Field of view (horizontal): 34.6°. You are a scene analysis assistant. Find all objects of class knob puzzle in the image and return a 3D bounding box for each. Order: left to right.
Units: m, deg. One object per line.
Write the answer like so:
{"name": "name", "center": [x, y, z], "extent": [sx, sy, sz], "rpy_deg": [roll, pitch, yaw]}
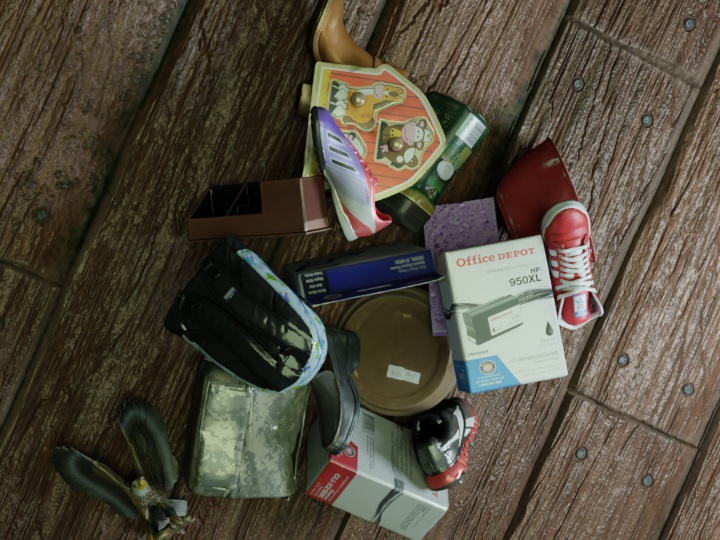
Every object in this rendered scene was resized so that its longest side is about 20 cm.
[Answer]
{"name": "knob puzzle", "center": [0.025, -0.195, 1.632], "extent": [0.218, 0.030, 0.221], "rpy_deg": [0, 87, -7]}

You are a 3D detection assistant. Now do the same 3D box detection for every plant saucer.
{"name": "plant saucer", "center": [0.054, 0.121, 1.735], "extent": [0.199, 0.029, 0.201], "rpy_deg": [0, 93, 9]}

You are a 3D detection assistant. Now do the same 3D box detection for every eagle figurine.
{"name": "eagle figurine", "center": [-0.326, 0.305, 1.671], "extent": [0.151, 0.151, 0.200], "rpy_deg": [-20, 67, -50]}

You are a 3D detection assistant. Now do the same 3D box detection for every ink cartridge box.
{"name": "ink cartridge box", "center": [0.000, 0.000, 1.658], "extent": [0.199, 0.200, 0.041], "rpy_deg": [-11, 100, -13]}
{"name": "ink cartridge box", "center": [0.024, 0.295, 1.722], "extent": [0.199, 0.145, 0.084], "rpy_deg": [25, 120, -15]}
{"name": "ink cartridge box", "center": [0.195, 0.060, 1.620], "extent": [0.144, 0.084, 0.201], "rpy_deg": [-10, 88, -6]}

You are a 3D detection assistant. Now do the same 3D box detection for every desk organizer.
{"name": "desk organizer", "center": [-0.146, -0.086, 1.620], "extent": [0.199, 0.072, 0.077], "rpy_deg": [-3, 96, 28]}

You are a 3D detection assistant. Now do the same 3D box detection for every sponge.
{"name": "sponge", "center": [0.153, -0.006, 1.712], "extent": [0.111, 0.030, 0.201], "rpy_deg": [-6, 72, 6]}

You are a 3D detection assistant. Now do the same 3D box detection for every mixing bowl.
{"name": "mixing bowl", "center": [0.266, -0.088, 1.729], "extent": [0.108, 0.200, 0.201], "rpy_deg": [-20, 102, 5]}

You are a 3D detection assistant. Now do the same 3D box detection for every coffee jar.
{"name": "coffee jar", "center": [0.095, -0.158, 1.709], "extent": [0.200, 0.104, 0.085], "rpy_deg": [-56, 139, -2]}

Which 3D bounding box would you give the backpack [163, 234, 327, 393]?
{"name": "backpack", "center": [-0.138, 0.077, 1.581], "extent": [0.200, 0.154, 0.163], "rpy_deg": [36, 93, 23]}

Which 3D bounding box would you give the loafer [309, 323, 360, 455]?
{"name": "loafer", "center": [-0.047, 0.168, 1.655], "extent": [0.072, 0.201, 0.073], "rpy_deg": [26, 134, -31]}

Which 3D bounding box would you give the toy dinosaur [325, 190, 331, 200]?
{"name": "toy dinosaur", "center": [-0.026, -0.157, 1.693], "extent": [0.077, 0.102, 0.200], "rpy_deg": [45, 76, -3]}

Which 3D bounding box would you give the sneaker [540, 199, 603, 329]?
{"name": "sneaker", "center": [0.294, 0.000, 1.605], "extent": [0.071, 0.113, 0.200], "rpy_deg": [-11, 142, 1]}

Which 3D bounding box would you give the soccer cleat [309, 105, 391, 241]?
{"name": "soccer cleat", "center": [-0.017, -0.138, 1.578], "extent": [0.073, 0.068, 0.201], "rpy_deg": [-16, 115, 6]}

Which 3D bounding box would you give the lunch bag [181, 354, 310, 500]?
{"name": "lunch bag", "center": [-0.162, 0.231, 1.678], "extent": [0.167, 0.139, 0.201], "rpy_deg": [8, 96, -14]}

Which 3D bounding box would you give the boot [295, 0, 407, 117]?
{"name": "boot", "center": [-0.003, -0.304, 1.680], "extent": [0.154, 0.077, 0.201], "rpy_deg": [8, 97, -14]}

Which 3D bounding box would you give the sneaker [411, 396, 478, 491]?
{"name": "sneaker", "center": [0.124, 0.236, 1.729], "extent": [0.071, 0.201, 0.098], "rpy_deg": [-24, 109, 25]}
